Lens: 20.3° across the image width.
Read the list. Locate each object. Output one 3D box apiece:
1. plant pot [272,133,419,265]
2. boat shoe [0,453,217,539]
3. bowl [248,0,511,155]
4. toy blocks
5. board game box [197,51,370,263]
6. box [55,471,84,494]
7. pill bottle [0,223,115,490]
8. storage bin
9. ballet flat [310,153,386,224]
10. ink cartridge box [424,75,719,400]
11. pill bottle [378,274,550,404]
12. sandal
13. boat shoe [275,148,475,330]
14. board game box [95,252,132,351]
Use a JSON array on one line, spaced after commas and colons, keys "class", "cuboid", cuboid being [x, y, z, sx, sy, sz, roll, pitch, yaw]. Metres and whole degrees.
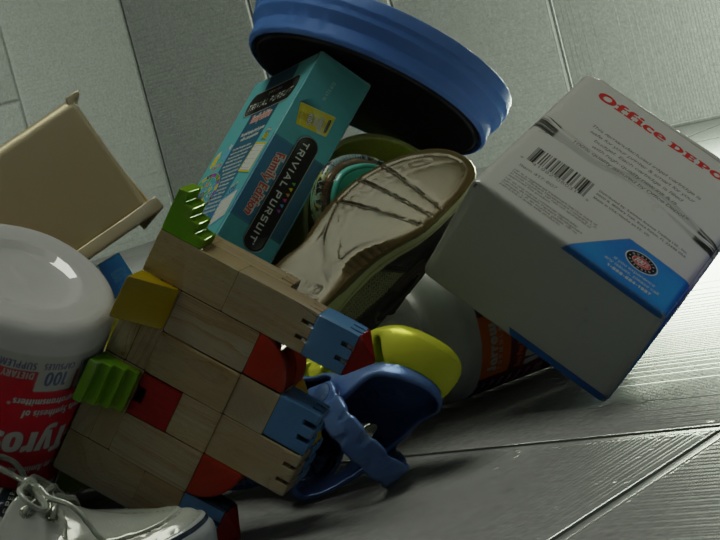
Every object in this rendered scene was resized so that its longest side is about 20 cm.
[{"class": "plant pot", "cuboid": [-0.033, 0.019, 1.534, 0.187, 0.188, 0.200, -21, -4, -46]}, {"class": "boat shoe", "cuboid": [-0.181, 0.140, 1.079, 0.201, 0.087, 0.075, -15, 6, 6]}, {"class": "bowl", "cuboid": [0.011, -0.142, 1.457, 0.200, 0.040, 0.201, 23, -11, 5]}, {"class": "toy blocks", "cuboid": [-0.076, 0.072, 1.121, 0.136, 0.201, 0.100, 28, 13, 7]}, {"class": "board game box", "cuboid": [-0.082, -0.051, 1.439, 0.201, 0.047, 0.151, -61, 16, -13]}, {"class": "box", "cuboid": [-0.263, 0.123, 1.329, 0.112, 0.102, 0.200, -19, 2, 35]}, {"class": "pill bottle", "cuboid": [-0.220, 0.083, 1.144, 0.112, 0.201, 0.112, 18, 28, -10]}, {"class": "storage bin", "cuboid": [-0.244, -0.014, 1.328, 0.200, 0.094, 0.199, -36, 2, -10]}, {"class": "ballet flat", "cuboid": [0.006, -0.041, 1.388, 0.074, 0.075, 0.200, -11, -14, 30]}, {"class": "ink cartridge box", "cuboid": [0.154, -0.027, 1.304, 0.200, 0.146, 0.085, -41, -16, -53]}, {"class": "pill bottle", "cuboid": [0.077, 0.028, 1.381, 0.199, 0.110, 0.109, -18, 7, -30]}, {"class": "sandal", "cuboid": [-0.032, 0.099, 1.195, 0.200, 0.079, 0.087, -25, 39, 41]}, {"class": "boat shoe", "cuboid": [0.000, 0.001, 1.278, 0.072, 0.066, 0.201, 26, 58, 36]}, {"class": "board game box", "cuboid": [-0.153, 0.072, 1.316, 0.040, 0.153, 0.200, -32, 4, 7]}]
